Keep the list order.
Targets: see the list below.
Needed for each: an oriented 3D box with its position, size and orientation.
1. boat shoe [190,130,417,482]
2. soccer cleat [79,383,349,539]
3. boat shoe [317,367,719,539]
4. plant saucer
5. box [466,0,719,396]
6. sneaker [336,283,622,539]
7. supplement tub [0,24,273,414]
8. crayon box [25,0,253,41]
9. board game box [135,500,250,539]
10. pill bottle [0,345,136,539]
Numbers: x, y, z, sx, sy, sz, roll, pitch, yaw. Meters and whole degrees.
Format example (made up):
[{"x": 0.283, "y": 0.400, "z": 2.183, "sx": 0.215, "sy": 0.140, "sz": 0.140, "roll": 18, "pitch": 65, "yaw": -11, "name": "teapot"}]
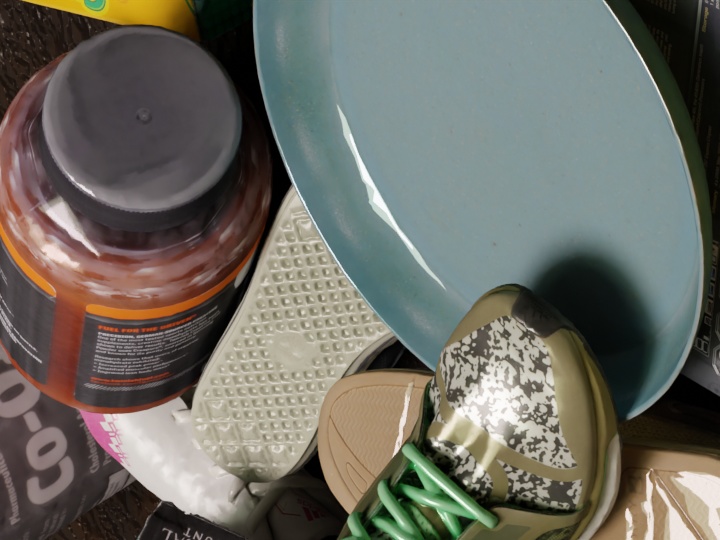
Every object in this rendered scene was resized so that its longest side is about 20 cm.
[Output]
[{"x": 0.000, "y": 0.000, "z": 0.939, "sx": 0.074, "sy": 0.062, "sz": 0.200, "roll": 37, "pitch": 127, "yaw": 3, "name": "boat shoe"}, {"x": -0.048, "y": 0.087, "z": 1.053, "sx": 0.200, "sy": 0.070, "sz": 0.086, "roll": 53, "pitch": 156, "yaw": -6, "name": "soccer cleat"}, {"x": 0.074, "y": 0.073, "z": 0.875, "sx": 0.199, "sy": 0.065, "sz": 0.073, "roll": 7, "pitch": 102, "yaw": 38, "name": "boat shoe"}, {"x": 0.041, "y": -0.043, "z": 0.802, "sx": 0.200, "sy": 0.027, "sz": 0.201, "roll": 35, "pitch": 141, "yaw": 34, "name": "plant saucer"}, {"x": 0.106, "y": -0.062, "z": 0.773, "sx": 0.157, "sy": 0.051, "sz": 0.201, "roll": 31, "pitch": 137, "yaw": 33, "name": "box"}, {"x": 0.020, "y": 0.094, "z": 0.819, "sx": 0.077, "sy": 0.088, "sz": 0.201, "roll": 38, "pitch": 127, "yaw": 22, "name": "sneaker"}, {"x": -0.089, "y": -0.020, "z": 0.953, "sx": 0.107, "sy": 0.107, "sz": 0.200, "roll": 51, "pitch": 161, "yaw": 10, "name": "supplement tub"}, {"x": -0.116, "y": -0.166, "z": 0.958, "sx": 0.199, "sy": 0.058, "sz": 0.120, "roll": 17, "pitch": 128, "yaw": 43, "name": "crayon box"}, {"x": -0.005, "y": 0.162, "z": 0.994, "sx": 0.199, "sy": 0.028, "sz": 0.135, "roll": 24, "pitch": 154, "yaw": -2, "name": "board game box"}, {"x": -0.193, "y": 0.087, "z": 1.117, "sx": 0.113, "sy": 0.200, "sz": 0.114, "roll": 30, "pitch": 136, "yaw": 33, "name": "pill bottle"}]
